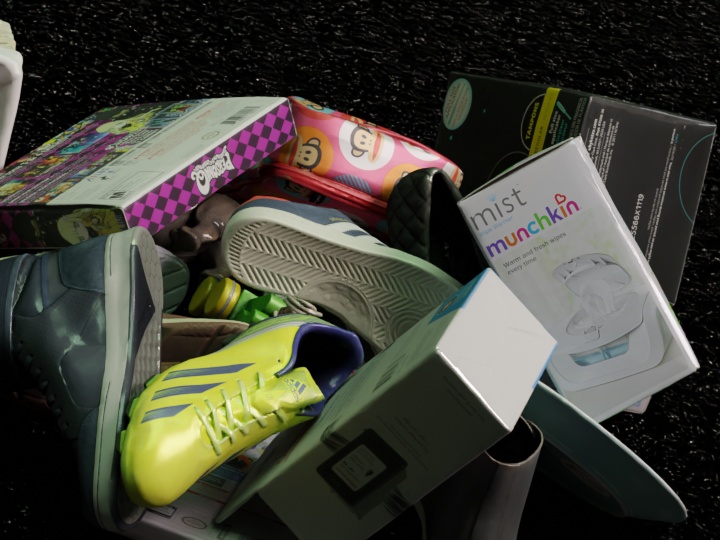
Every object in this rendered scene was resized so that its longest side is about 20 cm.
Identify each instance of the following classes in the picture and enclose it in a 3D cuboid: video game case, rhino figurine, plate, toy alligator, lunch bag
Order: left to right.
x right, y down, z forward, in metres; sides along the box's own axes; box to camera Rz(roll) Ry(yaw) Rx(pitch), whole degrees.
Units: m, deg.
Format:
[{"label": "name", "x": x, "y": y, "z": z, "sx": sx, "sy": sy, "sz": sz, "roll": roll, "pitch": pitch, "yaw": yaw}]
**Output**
[{"label": "video game case", "x": -0.172, "y": -0.070, "z": 1.647, "sx": 0.181, "sy": 0.036, "sz": 0.200, "roll": 0, "pitch": 25, "yaw": 35}, {"label": "rhino figurine", "x": -0.173, "y": -0.037, "z": 1.722, "sx": 0.200, "sy": 0.060, "sz": 0.087, "roll": 13, "pitch": 29, "yaw": 18}, {"label": "video game case", "x": -0.073, "y": 0.134, "z": 1.462, "sx": 0.143, "sy": 0.018, "sz": 0.200, "roll": 20, "pitch": 23, "yaw": 7}, {"label": "toy alligator", "x": -0.077, "y": 0.042, "z": 1.566, "sx": 0.059, "sy": 0.054, "sz": 0.200, "roll": 31, "pitch": -9, "yaw": -17}, {"label": "lunch bag", "x": -0.011, "y": -0.067, "z": 1.782, "sx": 0.176, "sy": 0.082, "sz": 0.200, "roll": 20, "pitch": -9, "yaw": -20}, {"label": "plate", "x": 0.127, "y": 0.114, "z": 1.532, "sx": 0.200, "sy": 0.026, "sz": 0.200, "roll": 37, "pitch": -10, "yaw": 8}]

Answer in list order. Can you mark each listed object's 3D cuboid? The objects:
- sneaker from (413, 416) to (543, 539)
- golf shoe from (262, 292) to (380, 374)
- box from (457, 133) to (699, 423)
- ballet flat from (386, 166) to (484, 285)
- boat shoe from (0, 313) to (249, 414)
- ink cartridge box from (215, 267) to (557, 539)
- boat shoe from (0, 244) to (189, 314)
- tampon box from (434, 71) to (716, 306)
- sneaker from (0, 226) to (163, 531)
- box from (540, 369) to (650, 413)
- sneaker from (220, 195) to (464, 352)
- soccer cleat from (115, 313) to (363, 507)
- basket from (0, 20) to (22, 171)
[{"label": "sneaker", "x": 0.079, "y": 0.118, "z": 1.488, "sx": 0.075, "sy": 0.106, "sz": 0.200, "roll": 13, "pitch": 24, "yaw": -11}, {"label": "golf shoe", "x": -0.039, "y": 0.017, "z": 1.679, "sx": 0.092, "sy": 0.073, "sz": 0.200, "roll": -3, "pitch": 30, "yaw": -38}, {"label": "box", "x": 0.151, "y": 0.003, "z": 1.605, "sx": 0.177, "sy": 0.097, "sz": 0.200, "roll": 61, "pitch": 6, "yaw": -1}, {"label": "ballet flat", "x": 0.071, "y": 0.022, "z": 1.654, "sx": 0.066, "sy": 0.057, "sz": 0.200, "roll": -21, "pitch": 82, "yaw": -25}, {"label": "boat shoe", "x": -0.154, "y": 0.059, "z": 1.503, "sx": 0.202, "sy": 0.075, "sz": 0.075, "roll": 7, "pitch": 2, "yaw": 6}, {"label": "ink cartridge box", "x": 0.015, "y": 0.098, "z": 1.385, "sx": 0.067, "sy": 0.200, "sz": 0.116, "roll": 47, "pitch": 31, "yaw": -6}, {"label": "boat shoe", "x": -0.207, "y": 0.010, "z": 1.582, "sx": 0.200, "sy": 0.072, "sz": 0.062, "roll": -7, "pitch": 27, "yaw": -43}, {"label": "tampon box", "x": 0.156, "y": -0.066, "z": 1.823, "sx": 0.126, "sy": 0.150, "sz": 0.200, "roll": 10, "pitch": 3, "yaw": -32}, {"label": "sneaker", "x": -0.196, "y": 0.074, "z": 1.400, "sx": 0.146, "sy": 0.077, "sz": 0.203, "roll": -9, "pitch": 54, "yaw": 9}, {"label": "box", "x": 0.113, "y": 0.046, "z": 1.772, "sx": 0.199, "sy": 0.036, "sz": 0.144, "roll": 12, "pitch": 23, "yaw": -15}, {"label": "sneaker", "x": 0.000, "y": 0.000, "z": 1.607, "sx": 0.200, "sy": 0.075, "sz": 0.085, "roll": 27, "pitch": 18, "yaw": -9}, {"label": "soccer cleat", "x": -0.069, "y": 0.078, "z": 1.367, "sx": 0.084, "sy": 0.065, "sz": 0.200, "roll": 0, "pitch": 22, "yaw": 32}, {"label": "basket", "x": -0.359, "y": -0.131, "z": 1.718, "sx": 0.199, "sy": 0.136, "sz": 0.123, "roll": 12, "pitch": 19, "yaw": -12}]
